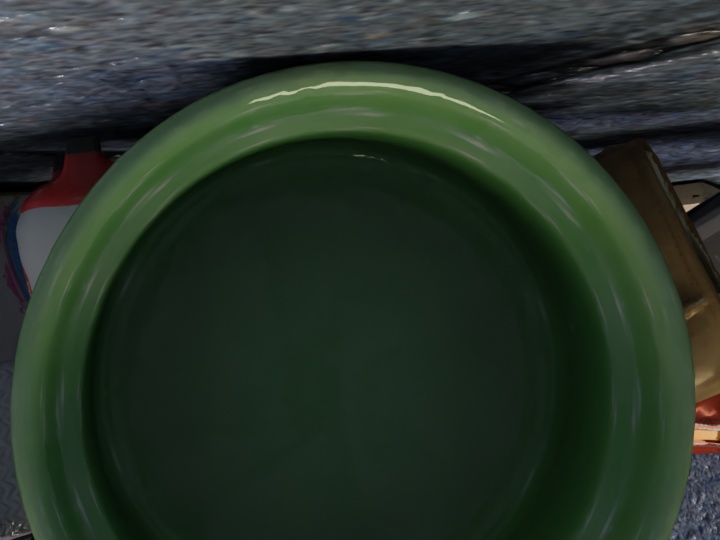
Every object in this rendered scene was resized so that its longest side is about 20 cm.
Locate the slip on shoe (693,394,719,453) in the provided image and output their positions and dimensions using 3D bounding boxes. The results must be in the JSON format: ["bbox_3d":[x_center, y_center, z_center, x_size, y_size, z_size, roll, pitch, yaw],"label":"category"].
[{"bbox_3d":[0.146,0.059,0.986,0.199,0.061,0.074,-31,-179,23],"label":"slip on shoe"}]

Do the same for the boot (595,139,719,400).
[{"bbox_3d":[0.059,0.073,0.841,0.199,0.176,0.066,-27,-167,11],"label":"boot"}]

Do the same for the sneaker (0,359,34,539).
[{"bbox_3d":[-0.161,0.084,0.828,0.199,0.076,0.114,-14,168,25],"label":"sneaker"}]

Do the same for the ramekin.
[{"bbox_3d":[-0.005,0.038,0.681,0.198,0.202,0.098,-4,-176,-6],"label":"ramekin"}]

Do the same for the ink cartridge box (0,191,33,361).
[{"bbox_3d":[-0.167,0.016,0.926,0.199,0.086,0.147,0,173,-28],"label":"ink cartridge box"}]

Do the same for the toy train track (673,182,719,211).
[{"bbox_3d":[0.192,-0.022,1.172,0.114,0.033,0.200,-6,175,20],"label":"toy train track"}]

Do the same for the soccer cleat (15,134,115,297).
[{"bbox_3d":[-0.019,-0.006,0.769,0.198,0.086,0.069,-3,176,-12],"label":"soccer cleat"}]

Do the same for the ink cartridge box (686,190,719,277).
[{"bbox_3d":[0.117,0.014,0.951,0.199,0.045,0.176,-32,179,14],"label":"ink cartridge box"}]
